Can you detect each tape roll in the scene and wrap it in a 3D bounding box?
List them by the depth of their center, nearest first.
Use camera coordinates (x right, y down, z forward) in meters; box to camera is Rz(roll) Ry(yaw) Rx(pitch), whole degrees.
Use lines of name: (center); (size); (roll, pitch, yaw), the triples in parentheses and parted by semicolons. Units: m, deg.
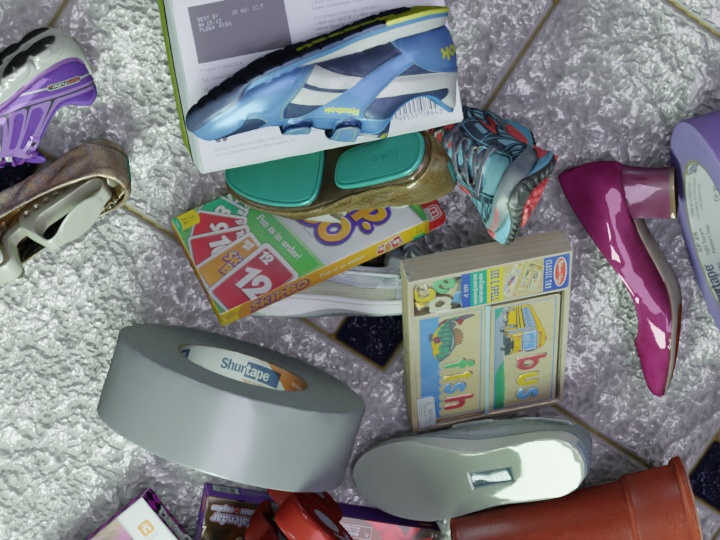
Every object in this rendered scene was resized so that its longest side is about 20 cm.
tape roll: (-0.099, 0.104, 1.680); (0.200, 0.200, 0.066); (15, 99, -11)
tape roll: (0.318, -0.033, 1.715); (0.085, 0.200, 0.201); (-17, 104, -5)

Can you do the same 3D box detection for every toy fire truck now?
toy fire truck: (-0.029, 0.252, 1.681); (0.168, 0.200, 0.112); (41, 94, -12)

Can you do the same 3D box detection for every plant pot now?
plant pot: (0.176, 0.263, 1.769); (0.194, 0.201, 0.202); (-7, 103, 1)

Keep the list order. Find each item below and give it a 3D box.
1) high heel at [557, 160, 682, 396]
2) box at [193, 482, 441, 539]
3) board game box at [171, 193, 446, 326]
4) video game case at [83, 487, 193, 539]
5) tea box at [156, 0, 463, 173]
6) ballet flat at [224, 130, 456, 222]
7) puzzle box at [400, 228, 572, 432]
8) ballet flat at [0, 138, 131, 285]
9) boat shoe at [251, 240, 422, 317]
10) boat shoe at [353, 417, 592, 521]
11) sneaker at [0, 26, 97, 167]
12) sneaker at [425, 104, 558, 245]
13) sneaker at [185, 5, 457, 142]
high heel: (0.215, 0.007, 1.791); (0.096, 0.067, 0.201); (0, 103, 13)
box: (-0.044, 0.260, 1.804); (0.199, 0.039, 0.137); (9, 101, -10)
board game box: (-0.039, -0.039, 1.714); (0.199, 0.030, 0.096); (-23, 65, -12)
video game case: (-0.190, 0.306, 1.765); (0.200, 0.036, 0.181); (-39, 94, 10)
tea box: (-0.043, -0.166, 1.633); (0.199, 0.197, 0.134); (-11, 103, -5)
ballet flat: (-0.010, -0.068, 1.660); (0.072, 0.199, 0.068); (36, 55, -46)
puzzle box: (0.100, 0.051, 1.731); (0.133, 0.025, 0.200); (-12, 141, -6)
ballet flat: (-0.263, -0.031, 1.688); (0.200, 0.067, 0.068); (-35, 138, 1)
boat shoe: (-0.001, 0.000, 1.741); (0.201, 0.074, 0.065); (-2, 100, 1)
boat shoe: (0.096, 0.159, 1.784); (0.200, 0.072, 0.070); (-7, 102, 20)
sneaker: (-0.289, -0.101, 1.675); (0.200, 0.081, 0.084); (-34, 115, 2)
sneaker: (0.087, -0.081, 1.671); (0.095, 0.200, 0.080); (25, 100, -11)
sneaker: (-0.022, -0.120, 1.508); (0.199, 0.074, 0.083); (-19, 105, -3)
